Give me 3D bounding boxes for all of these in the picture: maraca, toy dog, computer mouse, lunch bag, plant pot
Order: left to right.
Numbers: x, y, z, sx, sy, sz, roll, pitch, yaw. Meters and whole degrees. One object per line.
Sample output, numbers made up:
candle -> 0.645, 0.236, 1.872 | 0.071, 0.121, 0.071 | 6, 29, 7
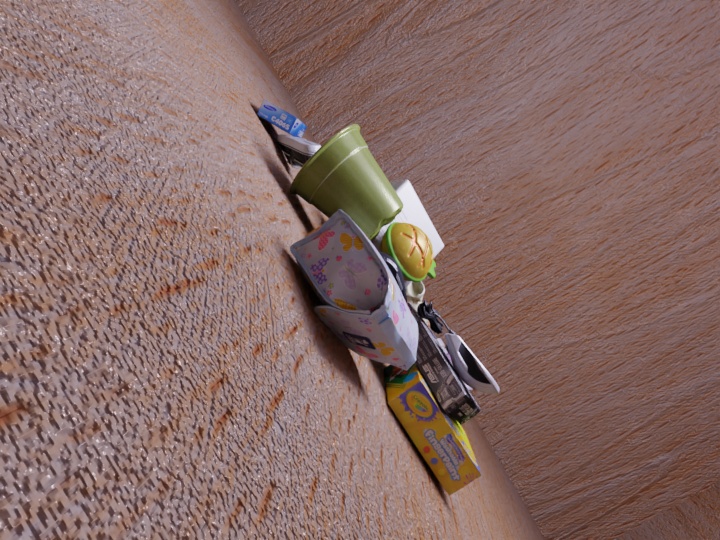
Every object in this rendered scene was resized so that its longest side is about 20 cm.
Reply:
plant pot -> -0.013, -0.160, 1.221 | 0.190, 0.200, 0.200 | 48, 5, 2
lunch bag -> 0.000, 0.042, 0.872 | 0.201, 0.126, 0.170 | 52, -3, 37
computer mouse -> 0.070, 0.028, 1.235 | 0.202, 0.046, 0.140 | 60, -5, -15
toy dog -> 0.109, 0.109, 1.513 | 0.195, 0.137, 0.203 | -104, 175, -57
maraca -> 0.113, -0.039, 1.298 | 0.199, 0.106, 0.140 | 5, 67, -57
computer mouse -> 0.171, 0.146, 1.049 | 0.201, 0.044, 0.110 | 53, -1, 26

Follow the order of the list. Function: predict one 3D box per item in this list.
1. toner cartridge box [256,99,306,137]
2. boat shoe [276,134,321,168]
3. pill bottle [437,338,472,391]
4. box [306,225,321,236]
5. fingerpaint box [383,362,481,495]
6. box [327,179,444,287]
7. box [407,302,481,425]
toner cartridge box -> -0.196, -0.382, 1.500 | 0.094, 0.044, 0.200 | 29, 8, -3
boat shoe -> -0.158, -0.286, 1.432 | 0.200, 0.071, 0.072 | 38, -59, 57
pill bottle -> 0.281, 0.334, 1.960 | 0.202, 0.111, 0.112 | 63, 7, 25
box -> -0.033, 0.011, 1.163 | 0.202, 0.041, 0.119 | 58, 5, 4
fingerpaint box -> 0.123, 0.267, 1.058 | 0.202, 0.073, 0.167 | 57, 5, -9
box -> 0.055, -0.087, 1.439 | 0.199, 0.171, 0.201 | 5, -46, 56
box -> 0.139, 0.173, 1.082 | 0.202, 0.049, 0.158 | 60, 6, 29
